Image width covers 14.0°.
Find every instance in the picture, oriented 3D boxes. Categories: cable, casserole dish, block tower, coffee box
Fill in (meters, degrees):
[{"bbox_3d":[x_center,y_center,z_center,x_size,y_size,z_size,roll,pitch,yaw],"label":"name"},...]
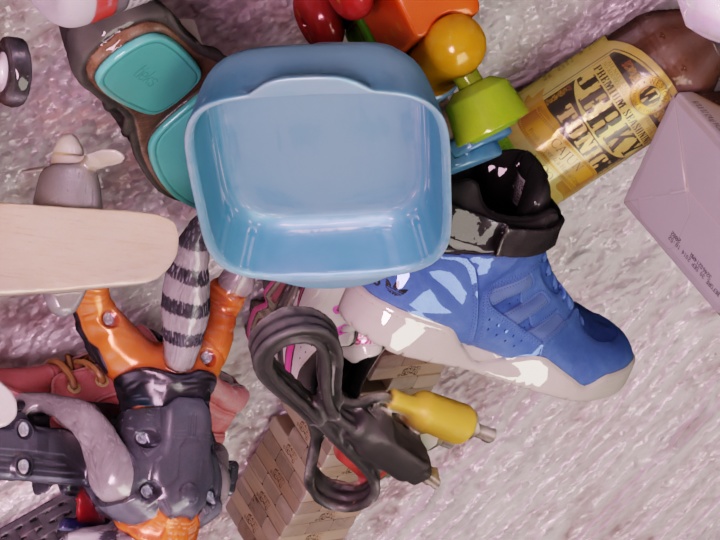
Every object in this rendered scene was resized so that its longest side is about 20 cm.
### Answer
[{"bbox_3d":[-0.014,0.069,1.536,0.097,0.050,0.200,-24,140,22],"label":"cable"},{"bbox_3d":[-0.018,-0.052,1.372,0.121,0.039,0.200,-3,153,2],"label":"casserole dish"},{"bbox_3d":[-0.014,0.093,1.695,0.058,0.054,0.200,-4,136,-36],"label":"block tower"},{"bbox_3d":[0.259,-0.036,1.575,0.200,0.113,0.080,-4,131,-36],"label":"coffee box"}]

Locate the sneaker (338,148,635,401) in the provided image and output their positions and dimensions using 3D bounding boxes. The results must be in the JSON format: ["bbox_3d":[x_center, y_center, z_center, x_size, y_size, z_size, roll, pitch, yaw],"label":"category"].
[{"bbox_3d":[0.088,-0.002,1.532,0.200,0.077,0.111,15,108,-39],"label":"sneaker"}]

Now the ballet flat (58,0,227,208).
[{"bbox_3d":[-0.094,-0.094,1.374,0.068,0.068,0.200,-34,157,-2],"label":"ballet flat"}]

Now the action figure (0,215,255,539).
[{"bbox_3d":[-0.124,0.066,1.454,0.200,0.105,0.194,-1,95,-37],"label":"action figure"}]

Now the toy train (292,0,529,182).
[{"bbox_3d":[0.042,-0.110,1.365,0.085,0.116,0.200,-25,178,-14],"label":"toy train"}]

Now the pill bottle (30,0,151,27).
[{"bbox_3d":[-0.058,-0.188,1.252,0.200,0.116,0.116,-22,145,-17],"label":"pill bottle"}]

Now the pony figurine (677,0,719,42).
[{"bbox_3d":[0.153,-0.198,1.399,0.193,0.167,0.200,1,155,19],"label":"pony figurine"}]

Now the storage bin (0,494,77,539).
[{"bbox_3d":[-0.205,0.231,1.673,0.200,0.094,0.135,-29,146,-6],"label":"storage bin"}]

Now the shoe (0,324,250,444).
[{"bbox_3d":[-0.147,0.063,1.542,0.200,0.071,0.091,29,90,-40],"label":"shoe"}]

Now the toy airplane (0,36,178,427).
[{"bbox_3d":[-0.207,-0.021,1.315,0.199,0.141,0.200,-43,114,-8],"label":"toy airplane"}]

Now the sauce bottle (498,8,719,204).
[{"bbox_3d":[0.141,-0.097,1.569,0.200,0.065,0.065,-35,147,9],"label":"sauce bottle"}]

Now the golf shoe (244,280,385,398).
[{"bbox_3d":[0.000,0.000,1.558,0.073,0.092,0.200,-10,138,-27],"label":"golf shoe"}]
